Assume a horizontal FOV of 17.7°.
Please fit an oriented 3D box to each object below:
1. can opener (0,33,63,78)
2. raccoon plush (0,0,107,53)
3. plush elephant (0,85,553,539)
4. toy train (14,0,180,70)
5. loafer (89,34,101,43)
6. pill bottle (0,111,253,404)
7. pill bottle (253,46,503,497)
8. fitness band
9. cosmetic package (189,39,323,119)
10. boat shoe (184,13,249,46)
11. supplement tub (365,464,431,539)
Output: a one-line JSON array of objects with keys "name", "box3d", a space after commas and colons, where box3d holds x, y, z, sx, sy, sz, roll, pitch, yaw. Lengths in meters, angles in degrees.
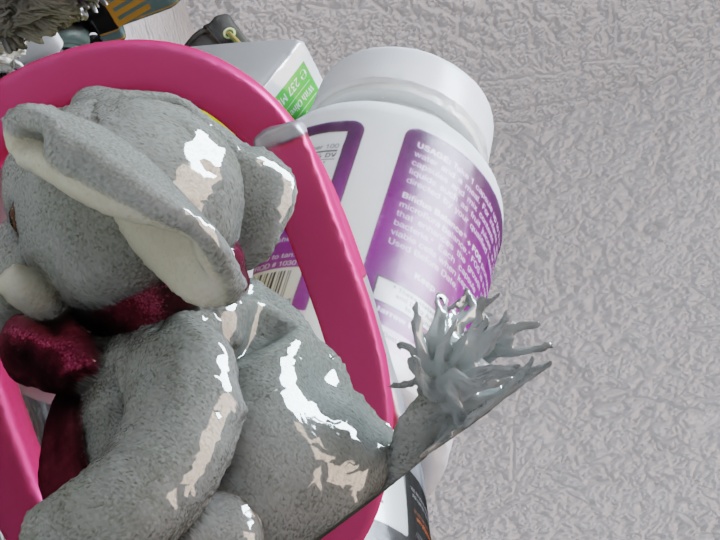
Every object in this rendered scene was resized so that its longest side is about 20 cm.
[{"name": "can opener", "box3d": [-0.150, -0.091, 0.990, 0.200, 0.053, 0.067, 72, 0, -74]}, {"name": "raccoon plush", "box3d": [-0.105, -0.157, 0.869, 0.097, 0.200, 0.134, 102, -4, -56]}, {"name": "plush elephant", "box3d": [-0.068, 0.022, 0.663, 0.155, 0.200, 0.165, 54, 6, 6]}, {"name": "toy train", "box3d": [-0.139, -0.158, 1.125, 0.200, 0.114, 0.085, 69, 3, -79]}, {"name": "loafer", "box3d": [-0.122, -0.045, 1.251, 0.071, 0.073, 0.200, 70, 2, -48]}, {"name": "pill bottle", "box3d": [-0.097, -0.022, 0.886, 0.200, 0.112, 0.113, -106, 178, -79]}, {"name": "pill bottle", "box3d": [0.000, 0.000, 0.982, 0.112, 0.112, 0.200, 72, 26, -42]}, {"name": "fitness band", "box3d": [-0.067, 0.023, 0.761, 0.037, 0.143, 0.200, -59, 131, -86]}, {"name": "cosmetic package", "box3d": [-0.041, 0.001, 1.101, 0.108, 0.085, 0.200, -56, 130, -35]}, {"name": "boat shoe", "box3d": [-0.023, -0.057, 1.270, 0.201, 0.061, 0.072, 42, -1, 0]}, {"name": "supplement tub", "box3d": [-0.029, 0.149, 0.837, 0.123, 0.122, 0.200, 72, 9, -47]}]
